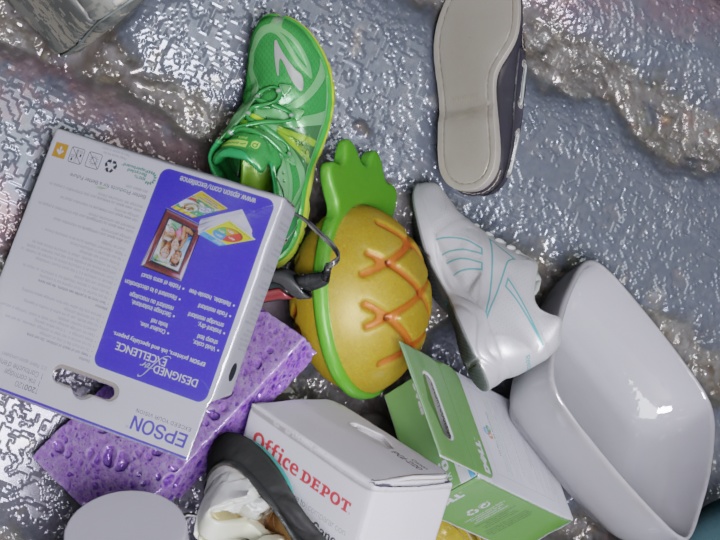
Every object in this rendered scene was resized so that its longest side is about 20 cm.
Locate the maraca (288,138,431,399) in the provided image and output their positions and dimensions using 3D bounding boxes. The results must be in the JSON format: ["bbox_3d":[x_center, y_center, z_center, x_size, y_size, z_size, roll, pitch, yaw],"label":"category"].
[{"bbox_3d":[0.000,0.000,1.191,0.107,0.137,0.200,-5,81,24],"label":"maraca"}]

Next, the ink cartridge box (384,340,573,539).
[{"bbox_3d":[0.078,0.139,1.176,0.200,0.059,0.104,31,34,-48],"label":"ink cartridge box"}]

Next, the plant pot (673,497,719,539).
[{"bbox_3d":[0.277,0.292,1.227,0.188,0.200,0.200,-13,94,-30],"label":"plant pot"}]

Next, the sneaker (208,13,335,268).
[{"bbox_3d":[-0.069,-0.100,1.173,0.074,0.084,0.200,5,87,22],"label":"sneaker"}]

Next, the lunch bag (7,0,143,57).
[{"bbox_3d":[-0.201,-0.261,1.072,0.139,0.200,0.168,-45,105,-15],"label":"lunch bag"}]

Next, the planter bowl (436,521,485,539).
[{"bbox_3d":[0.033,0.237,1.197,0.200,0.083,0.201,5,76,-20],"label":"planter bowl"}]

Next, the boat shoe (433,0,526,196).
[{"bbox_3d":[0.103,-0.158,1.268,0.063,0.073,0.200,20,74,-62],"label":"boat shoe"}]

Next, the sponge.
[{"bbox_3d":[-0.139,0.101,1.143,0.200,0.112,0.030,-46,142,-12],"label":"sponge"}]

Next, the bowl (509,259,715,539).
[{"bbox_3d":[0.199,0.112,1.249,0.200,0.075,0.200,50,36,-15],"label":"bowl"}]

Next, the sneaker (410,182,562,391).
[{"bbox_3d":[0.095,0.005,1.202,0.080,0.070,0.200,-20,53,-5],"label":"sneaker"}]

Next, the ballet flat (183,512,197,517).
[{"bbox_3d":[-0.101,0.187,1.180,0.062,0.067,0.200,29,80,-8],"label":"ballet flat"}]

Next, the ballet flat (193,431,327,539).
[{"bbox_3d":[-0.065,0.177,1.026,0.068,0.200,0.068,-1,123,-41],"label":"ballet flat"}]

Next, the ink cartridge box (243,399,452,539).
[{"bbox_3d":[-0.032,0.210,1.099,0.085,0.146,0.200,5,106,-44],"label":"ink cartridge box"}]

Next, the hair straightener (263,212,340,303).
[{"bbox_3d":[-0.109,-0.004,1.132,0.200,0.041,0.077,-9,99,21],"label":"hair straightener"}]

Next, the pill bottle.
[{"bbox_3d":[-0.157,0.254,1.062,0.112,0.112,0.200,-13,125,-19],"label":"pill bottle"}]

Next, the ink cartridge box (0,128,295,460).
[{"bbox_3d":[-0.169,0.016,1.110,0.198,0.043,0.200,18,82,19],"label":"ink cartridge box"}]
